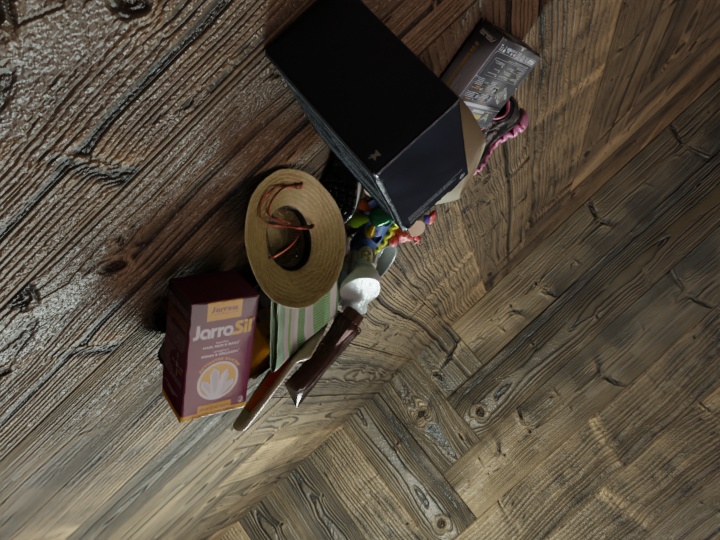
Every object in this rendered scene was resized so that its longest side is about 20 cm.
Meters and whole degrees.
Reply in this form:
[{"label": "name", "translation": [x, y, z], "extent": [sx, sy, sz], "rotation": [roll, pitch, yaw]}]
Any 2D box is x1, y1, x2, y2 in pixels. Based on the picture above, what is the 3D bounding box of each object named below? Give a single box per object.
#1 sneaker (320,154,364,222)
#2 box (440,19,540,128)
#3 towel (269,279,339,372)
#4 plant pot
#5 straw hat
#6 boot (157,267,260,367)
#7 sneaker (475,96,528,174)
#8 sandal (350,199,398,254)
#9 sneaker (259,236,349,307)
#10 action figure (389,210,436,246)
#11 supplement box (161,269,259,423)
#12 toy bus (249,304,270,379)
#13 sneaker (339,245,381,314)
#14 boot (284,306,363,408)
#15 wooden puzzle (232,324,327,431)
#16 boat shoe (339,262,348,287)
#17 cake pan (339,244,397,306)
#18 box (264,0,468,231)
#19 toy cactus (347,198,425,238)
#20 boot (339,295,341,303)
[{"label": "sneaker", "translation": [-0.001, -0.154, 0.935], "extent": [0.087, 0.076, 0.201], "rotation": [-35, 162, -38]}, {"label": "box", "translation": [0.211, -0.325, 1.018], "extent": [0.199, 0.048, 0.159], "rotation": [-14, 148, -55]}, {"label": "towel", "translation": [-0.088, 0.056, 0.998], "extent": [0.200, 0.023, 0.155], "rotation": [-41, 142, -55]}, {"label": "plant pot", "translation": [0.108, -0.177, 0.895], "extent": [0.202, 0.133, 0.201], "rotation": [-59, 169, -19]}, {"label": "straw hat", "translation": [-0.117, -0.048, 0.888], "extent": [0.084, 0.205, 0.200], "rotation": [3, -161, 43]}, {"label": "boot", "translation": [-0.241, 0.070, 0.978], "extent": [0.200, 0.070, 0.132], "rotation": [-39, 164, -47]}, {"label": "sneaker", "translation": [0.241, -0.273, 1.195], "extent": [0.200, 0.079, 0.095], "rotation": [-44, 140, 4]}, {"label": "sandal", "translation": [0.036, -0.105, 1.151], "extent": [0.086, 0.080, 0.200], "rotation": [23, 130, -29]}, {"label": "sneaker", "translation": [-0.099, 0.017, 1.114], "extent": [0.199, 0.076, 0.114], "rotation": [-39, 160, -17]}, {"label": "action figure", "translation": [0.102, -0.089, 1.249], "extent": [0.052, 0.065, 0.200], "rotation": [-62, 168, 28]}, {"label": "supplement box", "translation": [-0.228, 0.112, 0.900], "extent": [0.109, 0.085, 0.203], "rotation": [-7, 120, -37]}, {"label": "toy bus", "translation": [-0.183, 0.137, 1.069], "extent": [0.078, 0.065, 0.200], "rotation": [-31, 168, -41]}, {"label": "sneaker", "translation": [0.000, 0.000, 1.119], "extent": [0.200, 0.072, 0.118], "rotation": [118, -19, -69]}, {"label": "boot", "translation": [-0.076, 0.170, 1.145], "extent": [0.201, 0.064, 0.187], "rotation": [-54, 173, -16]}, {"label": "wooden puzzle", "translation": [-0.147, 0.181, 1.094], "extent": [0.200, 0.037, 0.185], "rotation": [-48, -176, 17]}, {"label": "boat shoe", "translation": [-0.093, 0.054, 1.244], "extent": [0.199, 0.069, 0.057], "rotation": [-36, 170, -1]}, {"label": "cake pan", "translation": [-0.001, 0.003, 1.351], "extent": [0.199, 0.037, 0.201], "rotation": [-38, 162, -15]}, {"label": "box", "translation": [0.019, -0.179, 0.701], "extent": [0.123, 0.201, 0.198], "rotation": [-41, 163, 2]}, {"label": "toy cactus", "translation": [0.071, -0.105, 1.013], "extent": [0.197, 0.166, 0.103], "rotation": [-18, 126, -1]}, {"label": "boot", "translation": [-0.132, 0.082, 1.180], "extent": [0.199, 0.090, 0.073], "rotation": [-40, 160, -11]}]
